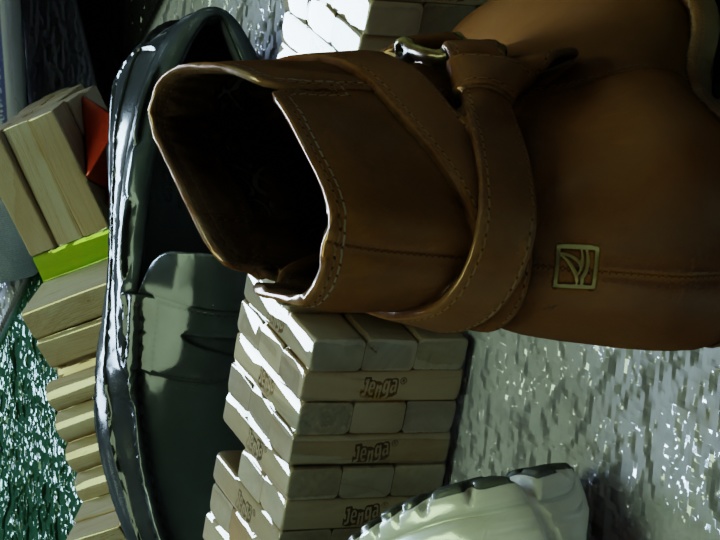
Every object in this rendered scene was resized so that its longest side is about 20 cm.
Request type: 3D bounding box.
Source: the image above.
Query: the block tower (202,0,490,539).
[{"bbox_3d":[0.000,0.000,0.823,0.058,0.054,0.201,44,129,55],"label":"block tower"}]

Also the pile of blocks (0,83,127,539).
[{"bbox_3d":[-0.071,0.023,0.980,0.062,0.082,0.201,-18,79,26],"label":"pile of blocks"}]

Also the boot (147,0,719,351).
[{"bbox_3d":[0.020,-0.028,0.663,0.200,0.155,0.077,-136,51,-56],"label":"boot"}]

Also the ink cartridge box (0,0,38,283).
[{"bbox_3d":[-0.157,-0.100,1.137,0.200,0.040,0.201,117,149,-78],"label":"ink cartridge box"}]

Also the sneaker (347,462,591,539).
[{"bbox_3d":[0.009,0.128,0.787,0.200,0.077,0.085,-51,51,53],"label":"sneaker"}]

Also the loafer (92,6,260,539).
[{"bbox_3d":[-0.051,0.012,0.912,0.070,0.068,0.202,132,136,-66],"label":"loafer"}]
